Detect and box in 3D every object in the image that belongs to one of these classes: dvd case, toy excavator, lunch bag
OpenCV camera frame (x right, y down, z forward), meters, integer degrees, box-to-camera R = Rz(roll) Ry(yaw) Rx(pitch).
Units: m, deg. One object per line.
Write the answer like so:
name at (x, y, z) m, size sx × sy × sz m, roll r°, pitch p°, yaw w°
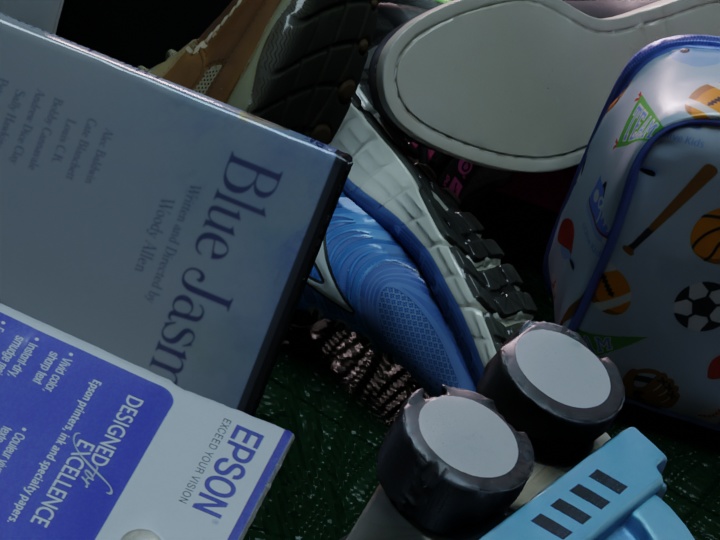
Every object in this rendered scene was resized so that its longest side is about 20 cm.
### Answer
dvd case at (-0.119, -0.010, 0.985) m, size 0.199 × 0.143 × 0.018 m, roll 22°, pitch 7°, yaw 2°
toy excavator at (0.070, 0.136, 0.923) m, size 0.200 × 0.100 × 0.194 m, roll 41°, pitch 38°, yaw 15°
lunch bag at (0.181, -0.009, 1.118) m, size 0.199 × 0.161 × 0.076 m, roll 11°, pitch 35°, yaw -11°

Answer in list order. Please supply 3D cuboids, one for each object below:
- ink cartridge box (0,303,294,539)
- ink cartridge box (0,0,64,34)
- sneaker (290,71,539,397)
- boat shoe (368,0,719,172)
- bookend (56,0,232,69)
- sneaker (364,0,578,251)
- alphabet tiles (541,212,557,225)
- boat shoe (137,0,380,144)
ink cartridge box at (-0.146, 0.083, 0.897) m, size 0.199 × 0.047 × 0.198 m, roll 26°, pitch 40°, yaw 3°
ink cartridge box at (-0.182, -0.110, 1.038) m, size 0.144 × 0.201 × 0.084 m, roll 13°, pitch 27°, yaw -11°
sneaker at (0.000, 0.000, 1.104) m, size 0.200 × 0.089 × 0.078 m, roll 55°, pitch 14°, yaw 19°
boat shoe at (0.075, -0.079, 1.151) m, size 0.199 × 0.073 × 0.063 m, roll -10°, pitch 7°, yaw -37°
bookend at (-0.136, -0.133, 1.142) m, size 0.200 × 0.199 × 0.092 m, roll 40°, pitch 31°, yaw -8°
sneaker at (0.046, -0.059, 1.206) m, size 0.199 × 0.077 × 0.084 m, roll 22°, pitch 34°, yaw 13°
alphabet tiles at (0.182, -0.005, 1.268) m, size 0.199 × 0.006 × 0.166 m, roll -8°, pitch 41°, yaw -37°
boat shoe at (-0.064, -0.046, 1.036) m, size 0.074 × 0.201 × 0.076 m, roll 26°, pitch -9°, yaw 23°
